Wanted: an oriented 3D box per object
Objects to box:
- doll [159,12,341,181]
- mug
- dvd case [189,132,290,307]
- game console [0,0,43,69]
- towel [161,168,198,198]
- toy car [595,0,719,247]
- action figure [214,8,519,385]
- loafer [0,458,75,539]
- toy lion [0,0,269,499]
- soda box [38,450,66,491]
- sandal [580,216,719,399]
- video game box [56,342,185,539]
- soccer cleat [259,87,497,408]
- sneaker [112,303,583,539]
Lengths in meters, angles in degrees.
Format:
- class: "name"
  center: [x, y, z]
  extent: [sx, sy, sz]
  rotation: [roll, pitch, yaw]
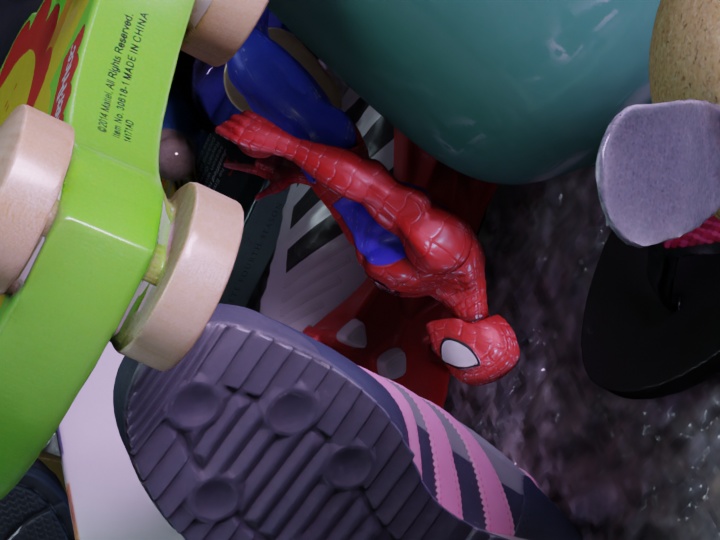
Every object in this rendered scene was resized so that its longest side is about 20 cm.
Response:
- class: "doll"
  center: [-0.035, -0.092, 1.025]
  extent: [0.137, 0.048, 0.200]
  rotation: [-56, 16, -4]
- class: "mug"
  center: [0.071, -0.112, 0.841]
  extent: [0.185, 0.114, 0.152]
  rotation: [-46, 6, 6]
- class: "dvd case"
  center: [-0.100, -0.018, 1.138]
  extent: [0.146, 0.022, 0.200]
  rotation: [-63, 35, 15]
- class: "game console"
  center: [-0.195, -0.127, 0.938]
  extent: [0.200, 0.118, 0.171]
  rotation: [24, 71, 39]
- class: "towel"
  center: [-0.098, -0.037, 1.109]
  extent: [0.086, 0.018, 0.200]
  rotation: [-44, 43, 34]
- class: "toy car"
  center: [0.132, -0.044, 0.657]
  extent: [0.158, 0.200, 0.164]
  rotation: [12, 86, 44]
- class: "action figure"
  center: [-0.018, -0.044, 0.885]
  extent: [0.052, 0.065, 0.200]
  rotation: [-41, 80, -2]
- class: "loafer"
  center: [-0.123, 0.144, 1.006]
  extent: [0.063, 0.072, 0.200]
  rotation: [-114, 16, -61]
- class: "toy lion"
  center: [-0.095, -0.012, 0.801]
  extent: [0.192, 0.069, 0.200]
  rotation: [-54, 20, 37]
- class: "soda box"
  center: [-0.167, 0.164, 1.119]
  extent: [0.068, 0.064, 0.200]
  rotation: [10, 84, 55]
- class: "sandal"
  center: [0.121, -0.040, 0.818]
  extent: [0.200, 0.045, 0.075]
  rotation: [-48, 43, 32]
- class: "video game box"
  center: [-0.064, 0.100, 0.928]
  extent: [0.182, 0.047, 0.200]
  rotation: [77, 178, -52]
- class: "soccer cleat"
  center: [0.000, 0.000, 0.959]
  extent: [0.085, 0.069, 0.200]
  rotation: [22, 91, 64]
- class: "sneaker"
  center: [-0.007, 0.058, 0.824]
  extent: [0.070, 0.200, 0.082]
  rotation: [-44, 40, 7]
